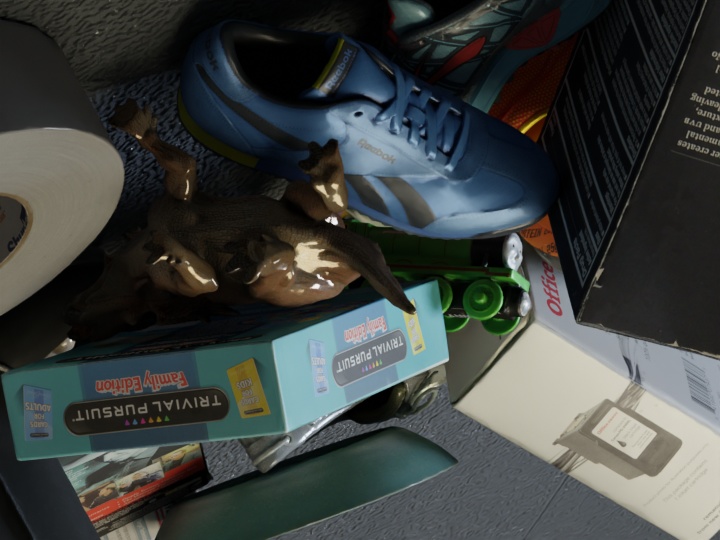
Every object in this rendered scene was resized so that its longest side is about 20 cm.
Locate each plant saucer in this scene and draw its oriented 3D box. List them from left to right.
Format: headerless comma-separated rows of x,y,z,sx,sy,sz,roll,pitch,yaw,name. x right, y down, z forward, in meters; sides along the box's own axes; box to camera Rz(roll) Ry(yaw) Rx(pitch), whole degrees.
-0.040,0.133,1.789,0.200,0.036,0.200,-20,179,0,plant saucer

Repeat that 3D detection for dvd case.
-0.159,0.119,1.693,0.146,0.022,0.200,-26,163,-7,dvd case

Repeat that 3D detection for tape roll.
-0.211,-0.030,1.357,0.200,0.066,0.200,-27,160,-10,tape roll

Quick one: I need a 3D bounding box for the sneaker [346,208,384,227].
0.051,-0.025,1.678,0.073,0.085,0.200,-66,157,-2,sneaker

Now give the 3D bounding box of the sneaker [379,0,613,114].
0.036,-0.127,1.489,0.095,0.079,0.200,19,129,-39,sneaker

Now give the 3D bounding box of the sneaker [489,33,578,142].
0.132,-0.122,1.589,0.200,0.077,0.073,-49,155,17,sneaker

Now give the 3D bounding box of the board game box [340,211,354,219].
-0.016,0.021,1.782,0.158,0.039,0.200,-36,159,16,board game box

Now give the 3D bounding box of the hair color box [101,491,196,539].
-0.201,0.162,1.837,0.200,0.061,0.099,-26,160,-8,hair color box

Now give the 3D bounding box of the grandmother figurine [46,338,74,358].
-0.180,0.074,1.670,0.200,0.061,0.121,-20,131,-19,grandmother figurine

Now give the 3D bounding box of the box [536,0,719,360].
0.180,-0.087,1.449,0.123,0.200,0.199,16,115,-11,box

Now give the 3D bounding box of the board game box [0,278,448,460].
-0.064,0.049,1.497,0.151,0.047,0.200,-7,-174,26,board game box

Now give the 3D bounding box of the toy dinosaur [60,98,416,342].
-0.053,-0.008,1.437,0.200,0.086,0.136,8,157,19,toy dinosaur

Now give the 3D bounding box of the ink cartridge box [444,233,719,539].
0.145,0.058,1.807,0.200,0.145,0.083,31,117,-23,ink cartridge box

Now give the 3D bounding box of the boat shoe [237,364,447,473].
-0.008,0.076,1.789,0.074,0.065,0.202,-36,164,35,boat shoe

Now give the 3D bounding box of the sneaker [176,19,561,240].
0.010,-0.071,1.437,0.200,0.066,0.078,18,152,-11,sneaker

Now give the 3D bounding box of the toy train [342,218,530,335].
0.000,0.000,1.601,0.200,0.057,0.042,3,164,24,toy train

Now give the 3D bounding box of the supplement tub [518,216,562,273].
0.169,-0.049,1.757,0.122,0.123,0.200,-38,158,22,supplement tub

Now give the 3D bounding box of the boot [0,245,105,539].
-0.163,0.096,1.525,0.165,0.200,0.066,-18,157,-30,boot
